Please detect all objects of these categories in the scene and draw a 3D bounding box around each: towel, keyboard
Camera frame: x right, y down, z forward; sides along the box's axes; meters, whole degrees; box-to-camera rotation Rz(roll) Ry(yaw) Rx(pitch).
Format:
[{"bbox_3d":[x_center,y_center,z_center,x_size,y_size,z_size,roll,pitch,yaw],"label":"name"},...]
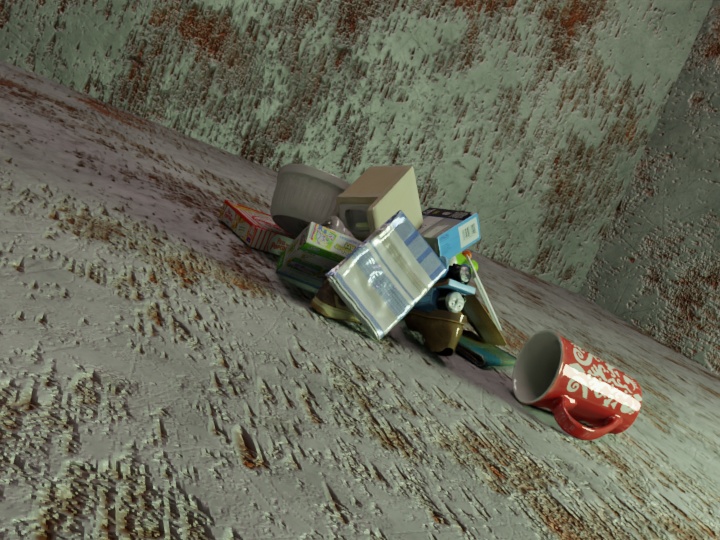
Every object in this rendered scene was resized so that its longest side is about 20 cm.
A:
[{"bbox_3d":[0.049,0.006,1.335,0.148,0.200,0.024,51,-25,-6],"label":"towel"},{"bbox_3d":[0.243,0.046,1.508,0.201,0.010,0.057,57,18,-48],"label":"keyboard"},{"bbox_3d":[0.235,0.157,1.559,0.146,0.022,0.199,31,10,32],"label":"towel"}]

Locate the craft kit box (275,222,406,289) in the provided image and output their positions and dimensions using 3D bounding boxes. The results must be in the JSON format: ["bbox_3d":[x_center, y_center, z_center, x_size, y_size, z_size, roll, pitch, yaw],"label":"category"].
[{"bbox_3d":[-0.038,-0.007,1.424,0.197,0.049,0.197,21,-20,-17],"label":"craft kit box"}]

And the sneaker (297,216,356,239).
[{"bbox_3d":[-0.072,-0.035,1.513,0.099,0.079,0.199,38,-25,-22],"label":"sneaker"}]

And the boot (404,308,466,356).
[{"bbox_3d":[0.127,0.114,1.416,0.072,0.077,0.200,14,-7,-18],"label":"boot"}]

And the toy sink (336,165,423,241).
[{"bbox_3d":[0.029,-0.106,1.515,0.110,0.132,0.200,3,33,29],"label":"toy sink"}]

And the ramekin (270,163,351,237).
[{"bbox_3d":[-0.096,-0.128,1.606,0.197,0.107,0.200,20,-14,5],"label":"ramekin"}]

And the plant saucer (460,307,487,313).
[{"bbox_3d":[0.227,0.080,1.914,0.197,0.038,0.200,22,9,-4],"label":"plant saucer"}]

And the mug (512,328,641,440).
[{"bbox_3d":[0.380,0.222,1.343,0.198,0.180,0.133,24,-28,-20],"label":"mug"}]

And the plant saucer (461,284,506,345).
[{"bbox_3d":[0.230,0.082,1.589,0.202,0.035,0.200,54,2,-2],"label":"plant saucer"}]

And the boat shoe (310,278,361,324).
[{"bbox_3d":[-0.005,0.051,1.381,0.198,0.073,0.072,14,13,-47],"label":"boat shoe"}]

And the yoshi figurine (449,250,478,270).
[{"bbox_3d":[0.161,0.000,1.716,0.196,0.113,0.113,12,46,18],"label":"yoshi figurine"}]

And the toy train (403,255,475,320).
[{"bbox_3d":[0.144,0.042,1.511,0.086,0.117,0.199,16,-14,-30],"label":"toy train"}]

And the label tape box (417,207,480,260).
[{"bbox_3d":[0.134,-0.080,1.637,0.198,0.067,0.142,13,33,43],"label":"label tape box"}]

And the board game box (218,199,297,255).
[{"bbox_3d":[-0.212,-0.086,1.710,0.150,0.047,0.200,17,12,-36],"label":"board game box"}]
